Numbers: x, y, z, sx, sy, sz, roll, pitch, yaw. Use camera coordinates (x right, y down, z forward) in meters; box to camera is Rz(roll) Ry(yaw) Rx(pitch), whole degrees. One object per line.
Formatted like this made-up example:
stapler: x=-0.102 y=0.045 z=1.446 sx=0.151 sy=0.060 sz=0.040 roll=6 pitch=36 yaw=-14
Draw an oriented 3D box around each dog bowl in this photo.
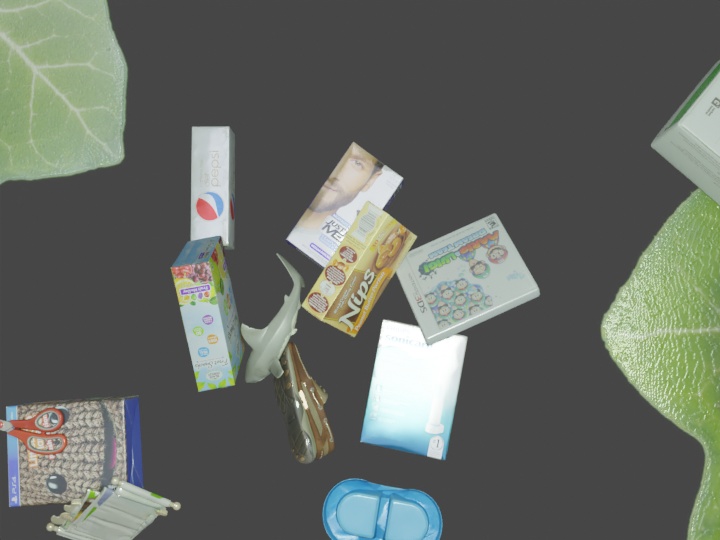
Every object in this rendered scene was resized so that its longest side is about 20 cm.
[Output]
dog bowl: x=0.036 y=0.406 z=1.564 sx=0.195 sy=0.050 sz=0.114 roll=10 pitch=86 yaw=3

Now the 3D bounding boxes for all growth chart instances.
growth chart: x=-0.403 y=0.394 z=1.526 sx=0.144 sy=0.018 sz=0.199 roll=36 pitch=122 yaw=-29

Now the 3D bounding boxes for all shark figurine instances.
shark figurine: x=-0.149 y=0.087 z=1.549 sx=0.088 sy=0.128 sz=0.218 roll=24 pitch=89 yaw=-19

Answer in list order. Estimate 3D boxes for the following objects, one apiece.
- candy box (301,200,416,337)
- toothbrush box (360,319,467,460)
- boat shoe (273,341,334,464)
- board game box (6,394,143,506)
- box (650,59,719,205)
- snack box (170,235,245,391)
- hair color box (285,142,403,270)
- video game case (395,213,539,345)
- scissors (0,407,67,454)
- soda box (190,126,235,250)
candy box: x=0.000 y=0.000 z=1.554 sx=0.055 sy=0.115 sz=0.202 roll=34 pitch=92 yaw=34
toothbrush box: x=0.088 y=0.193 z=1.561 sx=0.143 sy=0.085 sz=0.205 roll=10 pitch=86 yaw=4
boat shoe: x=-0.093 y=0.217 z=1.581 sx=0.071 sy=0.076 sz=0.204 roll=-6 pitch=74 yaw=-32
board game box: x=-0.469 y=0.295 z=1.567 sx=0.195 sy=0.097 sz=0.163 roll=-5 pitch=85 yaw=1
box: x=0.621 y=-0.230 z=1.533 sx=0.199 sy=0.171 sz=0.200 roll=40 pitch=88 yaw=5
snack box: x=-0.239 y=0.065 z=1.515 sx=0.066 sy=0.169 sz=0.204 roll=-8 pitch=106 yaw=1
hair color box: x=-0.025 y=-0.100 z=1.601 sx=0.108 sy=0.065 sz=0.202 roll=34 pitch=86 yaw=5
video game case: x=0.168 y=0.010 z=1.555 sx=0.197 sy=0.024 sz=0.184 roll=-23 pitch=49 yaw=0
scissors: x=-0.565 y=0.256 z=1.517 sx=0.195 sy=0.014 sz=0.075 roll=1 pitch=87 yaw=0
soda box: x=-0.249 y=-0.138 z=1.612 sx=0.066 sy=0.064 sz=0.205 roll=0 pitch=86 yaw=2
